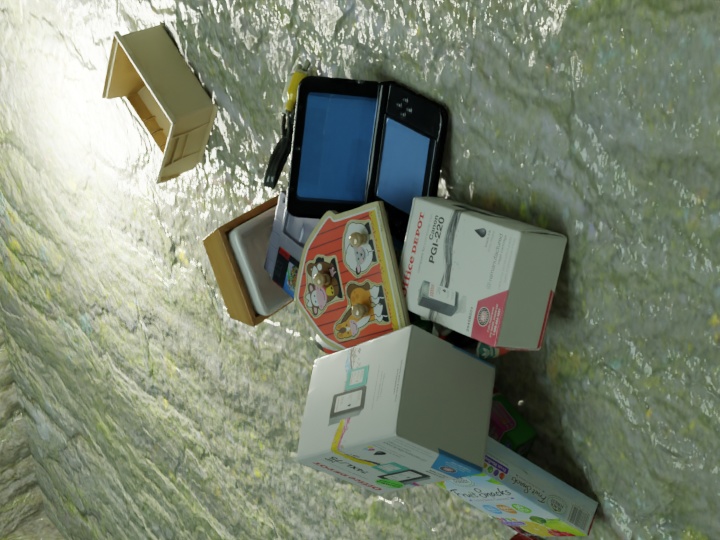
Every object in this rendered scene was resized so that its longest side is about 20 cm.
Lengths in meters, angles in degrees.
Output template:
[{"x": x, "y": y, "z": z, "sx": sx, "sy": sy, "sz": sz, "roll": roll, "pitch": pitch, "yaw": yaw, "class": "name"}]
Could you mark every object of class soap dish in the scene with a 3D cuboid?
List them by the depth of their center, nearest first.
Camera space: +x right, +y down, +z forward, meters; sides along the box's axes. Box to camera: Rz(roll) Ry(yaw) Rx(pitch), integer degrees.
[{"x": -0.147, "y": -0.020, "z": 1.845, "sx": 0.081, "sy": 0.200, "sz": 0.158, "roll": -11, "pitch": 104, "yaw": 34, "class": "soap dish"}]

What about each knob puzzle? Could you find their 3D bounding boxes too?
[{"x": -0.028, "y": 0.019, "z": 1.577, "sx": 0.219, "sy": 0.030, "sz": 0.220, "roll": 7, "pitch": 100, "yaw": 46, "class": "knob puzzle"}]

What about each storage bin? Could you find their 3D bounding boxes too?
[{"x": -0.350, "y": -0.286, "z": 2.076, "sx": 0.200, "sy": 0.094, "sz": 0.199, "roll": 55, "pitch": 148, "yaw": 16, "class": "storage bin"}]

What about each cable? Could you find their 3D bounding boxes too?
[{"x": -0.110, "y": -0.199, "z": 1.705, "sx": 0.050, "sy": 0.200, "sz": 0.097, "roll": 24, "pitch": 158, "yaw": -3, "class": "cable"}]

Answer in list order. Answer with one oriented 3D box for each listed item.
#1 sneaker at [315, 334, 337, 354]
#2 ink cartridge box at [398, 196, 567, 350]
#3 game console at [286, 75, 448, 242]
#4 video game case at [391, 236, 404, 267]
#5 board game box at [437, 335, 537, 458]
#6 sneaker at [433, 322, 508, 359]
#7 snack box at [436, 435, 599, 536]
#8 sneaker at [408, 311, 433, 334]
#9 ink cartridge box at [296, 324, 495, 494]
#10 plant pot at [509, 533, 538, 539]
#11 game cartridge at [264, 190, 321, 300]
[{"x": -0.004, "y": 0.076, "z": 1.824, "sx": 0.201, "sy": 0.067, "sz": 0.108, "roll": 11, "pitch": 119, "yaw": 51, "class": "sneaker"}, {"x": 0.140, "y": 0.000, "z": 1.476, "sx": 0.200, "sy": 0.085, "sz": 0.146, "roll": 23, "pitch": 104, "yaw": 51, "class": "ink cartridge box"}, {"x": 0.006, "y": -0.138, "z": 1.566, "sx": 0.176, "sy": 0.116, "sz": 0.200, "roll": 34, "pitch": 127, "yaw": 42, "class": "game console"}, {"x": 0.000, "y": 0.000, "z": 1.706, "sx": 0.200, "sy": 0.018, "sz": 0.143, "roll": 25, "pitch": 129, "yaw": 36, "class": "video game case"}, {"x": 0.151, "y": 0.209, "z": 1.699, "sx": 0.200, "sy": 0.040, "sz": 0.153, "roll": 47, "pitch": 146, "yaw": 28, "class": "board game box"}, {"x": 0.123, "y": 0.065, "z": 1.586, "sx": 0.200, "sy": 0.093, "sz": 0.070, "roll": 25, "pitch": 132, "yaw": 48, "class": "sneaker"}, {"x": 0.190, "y": 0.284, "z": 1.578, "sx": 0.200, "sy": 0.053, "sz": 0.142, "roll": 33, "pitch": 154, "yaw": -18, "class": "snack box"}, {"x": 0.035, "y": 0.054, "z": 1.631, "sx": 0.200, "sy": 0.074, "sz": 0.084, "roll": 36, "pitch": 112, "yaw": 42, "class": "sneaker"}, {"x": 0.043, "y": 0.180, "z": 1.518, "sx": 0.200, "sy": 0.147, "sz": 0.146, "roll": -23, "pitch": 48, "yaw": 48, "class": "ink cartridge box"}, {"x": 0.243, "y": 0.516, "z": 1.649, "sx": 0.200, "sy": 0.200, "sz": 0.176, "roll": 20, "pitch": 140, "yaw": 51, "class": "plant pot"}, {"x": -0.072, "y": -0.019, "z": 1.686, "sx": 0.200, "sy": 0.038, "sz": 0.130, "roll": 37, "pitch": 115, "yaw": 51, "class": "game cartridge"}]
